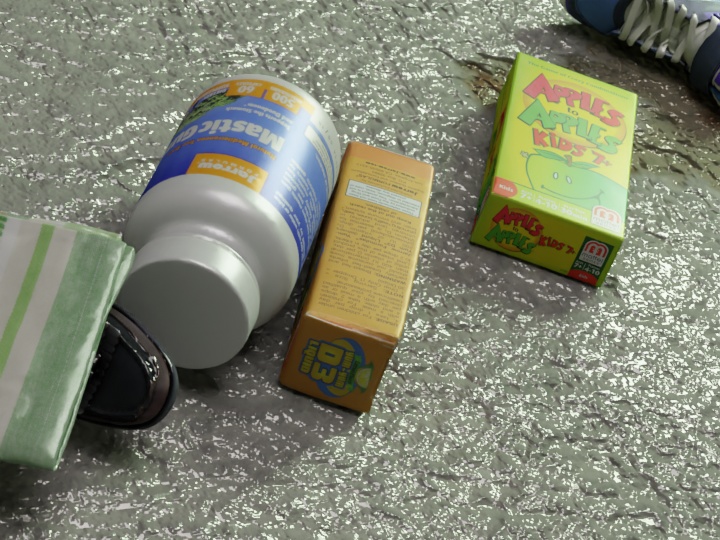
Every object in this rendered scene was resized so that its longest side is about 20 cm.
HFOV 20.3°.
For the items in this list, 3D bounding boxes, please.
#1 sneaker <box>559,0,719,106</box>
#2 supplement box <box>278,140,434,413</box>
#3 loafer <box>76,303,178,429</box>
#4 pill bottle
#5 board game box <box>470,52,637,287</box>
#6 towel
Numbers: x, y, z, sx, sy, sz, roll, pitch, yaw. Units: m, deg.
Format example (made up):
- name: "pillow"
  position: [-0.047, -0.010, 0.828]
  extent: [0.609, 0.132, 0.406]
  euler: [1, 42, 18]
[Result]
- name: "sneaker"
  position: [0.274, -0.197, 1.674]
  extent: [0.199, 0.081, 0.147]
  euler: [8, 34, -26]
- name: "supplement box"
  position: [0.000, 0.000, 1.311]
  extent: [0.068, 0.067, 0.200]
  euler: [17, 37, -5]
- name: "loafer"
  position: [-0.196, 0.032, 1.161]
  extent: [0.200, 0.072, 0.063]
  euler: [31, 8, 24]
- name: "pill bottle"
  position: [-0.085, -0.030, 1.268]
  extent: [0.112, 0.112, 0.200]
  euler: [21, 36, -1]
- name: "board game box"
  position: [0.147, -0.079, 1.495]
  extent: [0.101, 0.048, 0.200]
  euler: [19, 37, -3]
- name: "towel"
  position: [-0.241, 0.026, 1.120]
  extent: [0.199, 0.023, 0.153]
  euler: [11, 59, 9]
